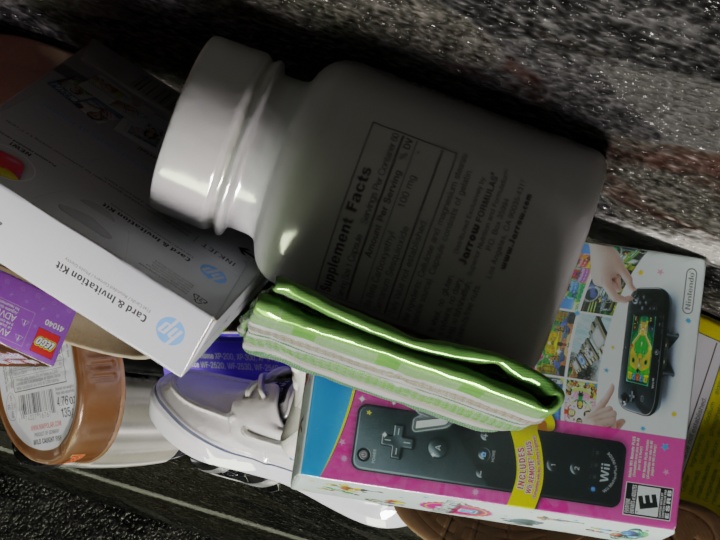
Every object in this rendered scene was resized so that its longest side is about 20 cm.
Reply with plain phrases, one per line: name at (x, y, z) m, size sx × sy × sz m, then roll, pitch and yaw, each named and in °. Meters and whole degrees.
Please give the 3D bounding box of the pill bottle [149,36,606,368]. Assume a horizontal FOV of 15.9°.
pill bottle at (0.007, -0.036, 1.226) m, size 0.199 × 0.115 × 0.114 m, roll 21°, pitch 168°, yaw 2°

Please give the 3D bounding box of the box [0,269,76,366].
box at (-0.251, 0.010, 1.407) m, size 0.137 × 0.039 × 0.200 m, roll 27°, pitch 167°, yaw -22°

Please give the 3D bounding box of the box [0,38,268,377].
box at (-0.113, -0.037, 1.285) m, size 0.156 × 0.041 × 0.200 m, roll 32°, pitch -156°, yaw 3°

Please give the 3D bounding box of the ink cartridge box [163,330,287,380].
ink cartridge box at (-0.024, 0.060, 1.656) m, size 0.198 × 0.044 × 0.200 m, roll 0°, pitch 176°, yaw 38°

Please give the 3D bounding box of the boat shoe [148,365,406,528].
boat shoe at (-0.042, 0.091, 1.579) m, size 0.199 × 0.074 × 0.066 m, roll 18°, pitch 124°, yaw 22°

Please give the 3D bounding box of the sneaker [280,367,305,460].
sneaker at (-0.011, 0.028, 1.465) m, size 0.080 × 0.077 × 0.200 m, roll 21°, pitch 125°, yaw -5°

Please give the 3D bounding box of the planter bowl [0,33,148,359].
planter bowl at (-0.185, -0.050, 1.448) m, size 0.199 × 0.135 × 0.200 m, roll 20°, pitch 169°, yaw 4°

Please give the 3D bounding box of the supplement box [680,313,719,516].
supplement box at (0.176, 0.086, 1.497) m, size 0.199 × 0.109 × 0.109 m, roll 24°, pitch 168°, yaw -12°

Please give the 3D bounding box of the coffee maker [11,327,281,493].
coffee maker at (-0.133, 0.053, 1.814) m, size 0.199 × 0.193 × 0.135 m, roll 7°, pitch -171°, yaw -35°

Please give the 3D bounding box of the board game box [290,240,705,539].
board game box at (0.072, 0.055, 1.353) m, size 0.199 × 0.148 × 0.064 m, roll 8°, pitch 169°, yaw -3°

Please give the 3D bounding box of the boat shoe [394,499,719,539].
boat shoe at (0.116, 0.148, 1.449) m, size 0.199 × 0.072 × 0.072 m, roll 10°, pitch 163°, yaw 19°

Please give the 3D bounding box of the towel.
towel at (0.017, 0.039, 1.216) m, size 0.149 × 0.031 × 0.200 m, roll 18°, pitch 173°, yaw -3°

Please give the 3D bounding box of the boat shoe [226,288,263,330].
boat shoe at (-0.126, -0.020, 1.666) m, size 0.068 × 0.075 × 0.200 m, roll -10°, pitch 152°, yaw 19°

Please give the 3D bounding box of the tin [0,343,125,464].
tin at (-0.205, 0.029, 1.696) m, size 0.042 × 0.201 × 0.112 m, roll -3°, pitch 173°, yaw -44°
